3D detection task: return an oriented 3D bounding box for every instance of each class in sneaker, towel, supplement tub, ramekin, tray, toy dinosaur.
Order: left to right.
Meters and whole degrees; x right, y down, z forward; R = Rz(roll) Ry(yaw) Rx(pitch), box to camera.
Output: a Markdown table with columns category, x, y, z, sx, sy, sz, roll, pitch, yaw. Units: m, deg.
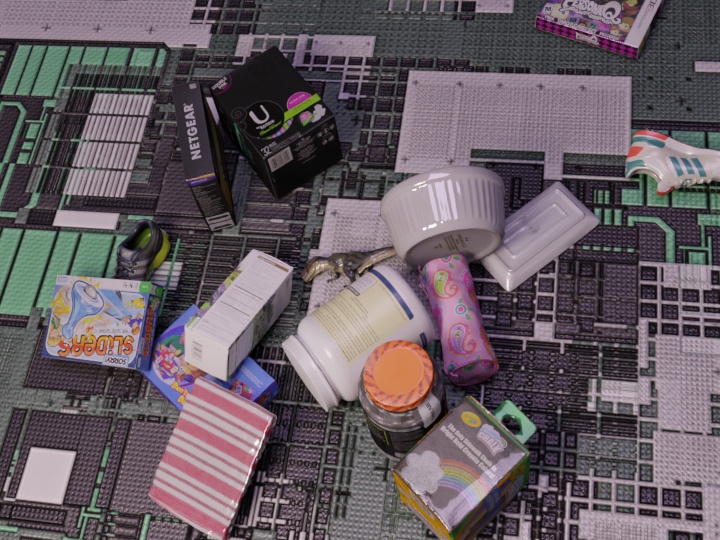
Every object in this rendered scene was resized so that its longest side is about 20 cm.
| category | x | y | z | sx | sy | sz | roll | pitch | yaw |
| --- | --- | --- | --- | --- | --- | --- | --- | --- | --- |
| sneaker | -0.385 | 0.000 | 1.642 | 0.073 | 0.081 | 0.202 | 13 | 65 | 15 |
| towel | -0.217 | 0.273 | 1.457 | 0.145 | 0.030 | 0.203 | 23 | 90 | 21 |
| supplement tub | -0.004 | 0.102 | 1.493 | 0.199 | 0.146 | 0.145 | -35 | 62 | -11 |
| toy dinosaur | 0.000 | 0.000 | 1.608 | 0.197 | 0.048 | 0.089 | -10 | 54 | -1 |
| supplement tub | 0.062 | 0.184 | 1.406 | 0.120 | 0.201 | 0.124 | -3 | 61 | 6 |
| ramekin | 0.133 | -0.075 | 1.547 | 0.199 | 0.203 | 0.096 | -10 | 69 | 3 |
| tray | 0.281 | -0.062 | 1.612 | 0.199 | 0.022 | 0.108 | -36 | 61 | -12 |
| sneaker | 0.524 | -0.156 | 1.612 | 0.197 | 0.070 | 0.095 | 22 | 84 | 17 |

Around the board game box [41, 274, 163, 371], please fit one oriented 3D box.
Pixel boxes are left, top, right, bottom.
| category | x | y | z | sx | sy | sz | roll | pitch | yaw |
| --- | --- | --- | --- | --- | --- | --- | --- | --- | --- |
| board game box | -0.410 | 0.081 | 1.578 | 0.197 | 0.034 | 0.138 | 3 | 79 | 28 |

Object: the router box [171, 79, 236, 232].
| category | x | y | z | sx | sy | sz | roll | pitch | yaw |
| --- | --- | --- | --- | --- | --- | --- | --- | --- | --- |
| router box | -0.264 | -0.193 | 1.688 | 0.051 | 0.158 | 0.202 | -14 | 61 | 0 |

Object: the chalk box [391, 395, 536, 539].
| category | x | y | z | sx | sy | sz | roll | pitch | yaw |
| --- | --- | --- | --- | --- | --- | --- | --- | --- | --- |
| chalk box | 0.158 | 0.271 | 1.390 | 0.199 | 0.124 | 0.124 | -40 | 62 | -15 |

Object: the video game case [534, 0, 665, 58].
| category | x | y | z | sx | sy | sz | roll | pitch | yaw |
| --- | --- | --- | --- | --- | --- | --- | --- | --- | --- |
| video game case | 0.444 | -0.487 | 1.815 | 0.198 | 0.036 | 0.183 | 23 | 65 | 19 |

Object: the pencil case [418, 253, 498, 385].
| category | x | y | z | sx | sy | sz | roll | pitch | yaw |
| --- | --- | --- | --- | --- | --- | --- | --- | --- | --- |
| pencil case | 0.147 | 0.073 | 1.521 | 0.086 | 0.088 | 0.202 | -15 | 60 | 0 |

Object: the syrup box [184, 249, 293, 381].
| category | x | y | z | sx | sy | sz | roll | pitch | yaw |
| --- | --- | --- | --- | --- | --- | --- | --- | --- | --- |
| syrup box | -0.186 | 0.066 | 1.539 | 0.081 | 0.079 | 0.201 | 24 | 46 | 13 |

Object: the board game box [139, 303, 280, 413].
| category | x | y | z | sx | sy | sz | roll | pitch | yaw |
| --- | --- | --- | --- | --- | --- | --- | --- | --- | --- |
| board game box | -0.241 | 0.165 | 1.551 | 0.134 | 0.045 | 0.199 | -43 | 64 | -15 |

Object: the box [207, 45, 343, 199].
| category | x | y | z | sx | sy | sz | roll | pitch | yaw |
| --- | --- | --- | --- | --- | --- | --- | --- | --- | --- |
| box | -0.147 | -0.257 | 1.724 | 0.147 | 0.125 | 0.201 | -32 | 61 | -11 |
